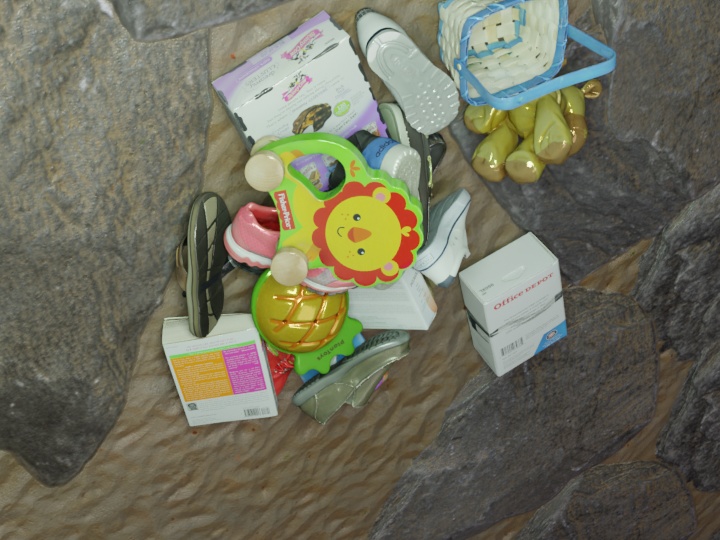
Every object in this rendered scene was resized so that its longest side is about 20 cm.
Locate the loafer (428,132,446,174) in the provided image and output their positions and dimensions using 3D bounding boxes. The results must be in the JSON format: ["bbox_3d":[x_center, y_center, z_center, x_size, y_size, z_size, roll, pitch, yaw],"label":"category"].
[{"bbox_3d":[0.060,-0.101,1.596,0.073,0.072,0.201,18,114,-44],"label":"loafer"}]

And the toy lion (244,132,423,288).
[{"bbox_3d":[-0.023,-0.070,1.363,0.190,0.069,0.201,-10,116,9],"label":"toy lion"}]

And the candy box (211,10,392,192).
[{"bbox_3d":[-0.067,-0.192,1.423,0.167,0.072,0.200,-33,140,-6],"label":"candy box"}]

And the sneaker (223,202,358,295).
[{"bbox_3d":[-0.072,-0.031,1.454,0.199,0.074,0.087,16,141,-9],"label":"sneaker"}]

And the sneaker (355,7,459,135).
[{"bbox_3d":[0.059,-0.252,1.446,0.076,0.081,0.200,-36,137,4],"label":"sneaker"}]

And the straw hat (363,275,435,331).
[{"bbox_3d":[0.066,0.038,1.717,0.200,0.085,0.202,-20,136,-21],"label":"straw hat"}]

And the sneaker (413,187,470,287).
[{"bbox_3d":[0.122,-0.044,1.620,0.073,0.200,0.071,-27,110,35],"label":"sneaker"}]

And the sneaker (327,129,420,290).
[{"bbox_3d":[0.012,-0.080,1.443,0.077,0.111,0.201,-29,135,-39],"label":"sneaker"}]

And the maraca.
[{"bbox_3d":[-0.071,0.060,1.554,0.137,0.107,0.201,-34,127,-4],"label":"maraca"}]

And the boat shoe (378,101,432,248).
[{"bbox_3d":[0.069,-0.125,1.528,0.060,0.071,0.203,-15,100,-36],"label":"boat shoe"}]

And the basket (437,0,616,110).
[{"bbox_3d":[0.199,-0.277,1.436,0.175,0.200,0.140,-19,128,-16],"label":"basket"}]

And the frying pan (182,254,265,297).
[{"bbox_3d":[-0.145,-0.016,1.551,0.115,0.031,0.190,24,123,-36],"label":"frying pan"}]

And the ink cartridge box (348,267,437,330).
[{"bbox_3d":[0.000,0.000,1.602,0.050,0.161,0.201,-61,138,-40],"label":"ink cartridge box"}]

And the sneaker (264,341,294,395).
[{"bbox_3d":[-0.110,0.118,1.662,0.077,0.085,0.201,1,125,-35],"label":"sneaker"}]

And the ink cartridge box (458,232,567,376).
[{"bbox_3d":[0.251,0.056,1.868,0.144,0.084,0.201,-30,139,-11],"label":"ink cartridge box"}]

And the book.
[{"bbox_3d":[-0.194,0.144,1.618,0.132,0.048,0.201,-6,136,0],"label":"book"}]

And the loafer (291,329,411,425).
[{"bbox_3d":[-0.003,0.153,1.634,0.199,0.070,0.075,-33,-174,19],"label":"loafer"}]

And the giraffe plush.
[{"bbox_3d":[0.254,-0.215,1.600,0.162,0.172,0.202,6,89,-51],"label":"giraffe plush"}]

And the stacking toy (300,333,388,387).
[{"bbox_3d":[-0.006,0.153,1.775,0.116,0.110,0.200,-39,154,11],"label":"stacking toy"}]

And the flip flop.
[{"bbox_3d":[-0.212,-0.007,1.491,0.081,0.057,0.201,-38,141,-50],"label":"flip flop"}]
